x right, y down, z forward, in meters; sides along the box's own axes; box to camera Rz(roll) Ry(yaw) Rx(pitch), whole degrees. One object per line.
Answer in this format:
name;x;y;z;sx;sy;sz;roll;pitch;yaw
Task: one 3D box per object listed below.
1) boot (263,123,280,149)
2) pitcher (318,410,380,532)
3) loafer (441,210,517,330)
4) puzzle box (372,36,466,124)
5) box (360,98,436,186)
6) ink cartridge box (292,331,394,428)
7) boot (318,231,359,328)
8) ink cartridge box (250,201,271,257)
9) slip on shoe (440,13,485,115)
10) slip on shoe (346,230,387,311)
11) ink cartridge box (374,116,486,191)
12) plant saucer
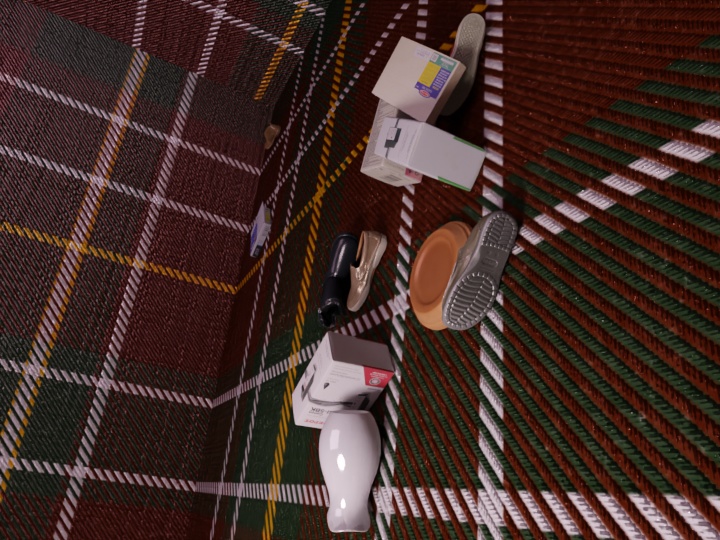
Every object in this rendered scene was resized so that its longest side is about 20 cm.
boot;-0.513;-0.760;3.042;0.200;0.074;0.075;-42;39;54
pitcher;-0.025;0.377;1.052;0.172;0.118;0.205;138;134;-77
loafer;0.186;0.000;0.863;0.203;0.074;0.070;-65;12;10
puzzle box;0.115;-0.391;1.115;0.134;0.025;0.200;-58;46;15
box;0.092;-0.308;1.232;0.127;0.107;0.204;10;83;67
ink cartridge box;-0.040;0.238;1.122;0.202;0.144;0.084;-61;27;30
boot;-0.053;0.027;1.372;0.170;0.075;0.203;-91;20;-53
ink cartridge box;-0.488;-0.201;2.637;0.202;0.046;0.200;-102;34;-52
slip on shoe;0.204;-0.417;1.110;0.061;0.073;0.204;-54;-18;-83
slip on shoe;0.000;0.000;1.303;0.203;0.059;0.076;-66;23;18
ink cartridge box;0.127;-0.231;1.050;0.085;0.144;0.200;-69;22;12
plant saucer;0.144;0.005;0.987;0.200;0.037;0.204;-48;34;48
